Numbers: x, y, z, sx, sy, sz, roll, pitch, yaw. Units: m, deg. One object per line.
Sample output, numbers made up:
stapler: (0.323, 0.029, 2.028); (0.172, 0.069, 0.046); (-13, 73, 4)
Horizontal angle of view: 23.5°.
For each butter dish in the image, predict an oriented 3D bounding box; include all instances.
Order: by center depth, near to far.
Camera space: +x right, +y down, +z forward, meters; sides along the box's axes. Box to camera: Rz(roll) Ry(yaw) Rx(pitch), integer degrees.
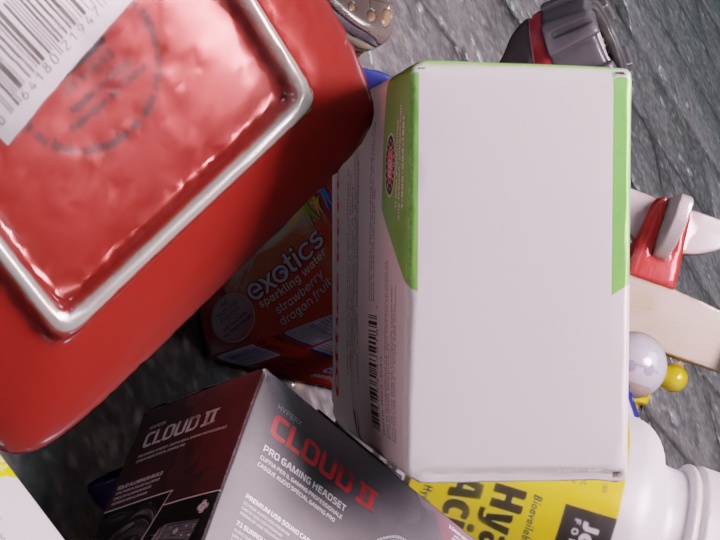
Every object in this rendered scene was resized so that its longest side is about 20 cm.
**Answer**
butter dish: (-0.129, -0.075, 0.613); (0.200, 0.148, 0.200); (-45, 122, -21)

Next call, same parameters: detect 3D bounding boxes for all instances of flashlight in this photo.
flashlight: (0.053, -0.092, 0.974); (0.068, 0.199, 0.068); (21, 52, -63)

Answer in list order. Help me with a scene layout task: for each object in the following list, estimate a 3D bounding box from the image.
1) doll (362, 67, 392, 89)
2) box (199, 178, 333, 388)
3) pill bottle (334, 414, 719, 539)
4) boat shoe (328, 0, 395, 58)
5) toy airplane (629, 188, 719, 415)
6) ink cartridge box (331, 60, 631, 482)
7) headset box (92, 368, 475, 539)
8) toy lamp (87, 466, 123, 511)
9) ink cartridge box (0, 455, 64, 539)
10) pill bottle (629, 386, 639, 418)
doll: (-0.043, -0.104, 0.855); (0.199, 0.136, 0.049); (17, 83, -20)
box: (0.000, 0.000, 0.903); (0.200, 0.099, 0.096); (21, 52, -62)
pill bottle: (0.081, 0.112, 0.841); (0.111, 0.199, 0.112); (-164, -90, -88)
boat shoe: (-0.072, -0.179, 0.933); (0.200, 0.072, 0.076); (45, 40, -10)
toy airplane: (0.192, 0.040, 1.200); (0.141, 0.199, 0.200); (-77, 142, -75)
ink cartridge box: (0.041, 0.000, 0.690); (0.200, 0.083, 0.146); (-173, -97, -82)
headset box: (-0.030, 0.146, 0.622); (0.149, 0.077, 0.201); (42, 49, -27)
toy lamp: (-0.047, 0.169, 0.692); (0.201, 0.058, 0.058); (70, 21, -2)
ink cartridge box: (-0.134, 0.100, 0.469); (0.200, 0.068, 0.115); (54, 23, -3)
pill bottle: (0.098, 0.052, 1.067); (0.120, 0.119, 0.201); (8, 64, -66)
